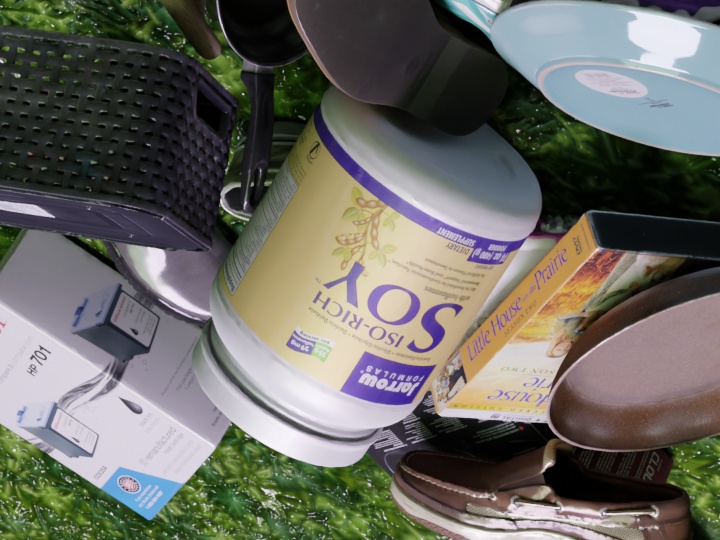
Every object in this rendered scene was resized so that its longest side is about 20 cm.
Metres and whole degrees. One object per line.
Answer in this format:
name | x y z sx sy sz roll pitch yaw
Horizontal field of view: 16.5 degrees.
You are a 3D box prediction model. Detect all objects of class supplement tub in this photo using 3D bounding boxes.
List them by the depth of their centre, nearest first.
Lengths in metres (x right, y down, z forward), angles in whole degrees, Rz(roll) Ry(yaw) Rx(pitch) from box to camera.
supplement tub | 0.000 0.000 1.464 0.145 0.146 0.201 31 112 -3

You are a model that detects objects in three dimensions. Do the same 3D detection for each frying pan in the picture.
frying pan | -0.044 -0.141 1.433 0.031 0.115 0.191 23 131 36

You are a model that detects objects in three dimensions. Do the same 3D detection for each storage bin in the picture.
storage bin | -0.183 -0.077 1.426 0.199 0.094 0.135 8 172 13

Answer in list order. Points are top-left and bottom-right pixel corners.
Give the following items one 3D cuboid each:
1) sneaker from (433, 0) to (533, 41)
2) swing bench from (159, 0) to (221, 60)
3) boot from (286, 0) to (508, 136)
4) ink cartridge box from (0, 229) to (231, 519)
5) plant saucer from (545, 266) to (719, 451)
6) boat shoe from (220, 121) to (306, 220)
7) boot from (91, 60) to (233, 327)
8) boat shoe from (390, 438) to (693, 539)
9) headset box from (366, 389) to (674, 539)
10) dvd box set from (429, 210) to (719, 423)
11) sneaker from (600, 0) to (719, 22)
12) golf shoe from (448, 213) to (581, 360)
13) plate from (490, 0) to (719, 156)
sneaker | 0.028 -0.187 1.382 0.200 0.078 0.080 37 155 -7
swing bench | -0.198 -0.206 1.390 0.198 0.131 0.200 4 168 28
boot | 0.004 -0.136 1.375 0.075 0.074 0.200 40 -176 34
ink cartridge box | -0.195 0.074 1.820 0.199 0.086 0.146 32 143 -7
plant saucer | 0.204 0.049 1.499 0.199 0.032 0.201 -11 152 -6
boat shoe | 0.004 -0.050 1.561 0.199 0.062 0.072 3 136 29
boot | -0.122 -0.048 1.639 0.200 0.070 0.131 40 144 -16
boat shoe | 0.118 0.139 1.593 0.201 0.075 0.075 14 114 16
headset box | 0.102 0.120 1.685 0.200 0.077 0.148 45 140 -21
dvd box set | 0.150 0.033 1.514 0.146 0.030 0.200 5 146 -29
sneaker | 0.120 -0.202 1.305 0.199 0.081 0.089 27 119 -6
golf shoe | 0.077 0.013 1.557 0.199 0.075 0.092 -6 91 44
plate | 0.164 -0.098 1.360 0.199 0.026 0.200 16 169 3
